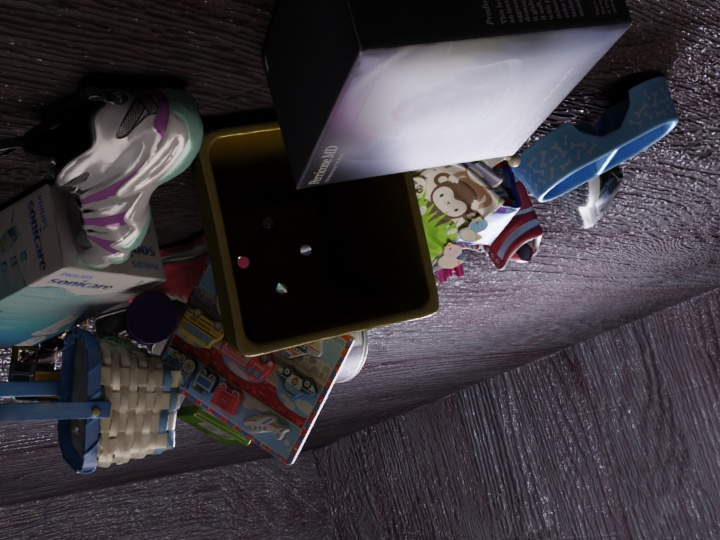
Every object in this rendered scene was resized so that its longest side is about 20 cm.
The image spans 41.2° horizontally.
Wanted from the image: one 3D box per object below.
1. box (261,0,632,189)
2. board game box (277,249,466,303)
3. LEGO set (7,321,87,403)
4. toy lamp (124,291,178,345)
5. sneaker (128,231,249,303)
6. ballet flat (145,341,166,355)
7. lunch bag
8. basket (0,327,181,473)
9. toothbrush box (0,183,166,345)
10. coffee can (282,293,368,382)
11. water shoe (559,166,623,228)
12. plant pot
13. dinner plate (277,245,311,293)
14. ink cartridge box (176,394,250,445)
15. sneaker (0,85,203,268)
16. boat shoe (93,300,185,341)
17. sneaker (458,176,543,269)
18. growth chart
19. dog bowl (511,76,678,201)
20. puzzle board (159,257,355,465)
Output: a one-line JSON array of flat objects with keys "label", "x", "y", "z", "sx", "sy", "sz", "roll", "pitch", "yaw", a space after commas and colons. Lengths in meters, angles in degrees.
[{"label": "box", "x": 0.048, "y": -0.162, "z": 0.686, "sx": 0.195, "sy": 0.125, "sz": 0.200, "roll": -10, "pitch": 164, "yaw": -18}, {"label": "board game box", "x": 0.000, "y": 0.000, "z": 1.151, "sx": 0.197, "sy": 0.026, "sz": 0.200, "roll": -18, "pitch": -161, "yaw": -17}, {"label": "LEGO set", "x": -0.344, "y": 0.102, "z": 1.145, "sx": 0.114, "sy": 0.156, "sz": 0.201, "roll": 4, "pitch": 154, "yaw": -9}, {"label": "toy lamp", "x": -0.227, "y": 0.052, "z": 1.035, "sx": 0.057, "sy": 0.059, "sz": 0.200, "roll": -12, "pitch": 178, "yaw": -16}, {"label": "sneaker", "x": -0.194, "y": 0.013, "z": 1.113, "sx": 0.197, "sy": 0.088, "sz": 0.073, "roll": -22, "pitch": 163, "yaw": 22}, {"label": "ballet flat", "x": -0.228, "y": 0.082, "z": 1.424, "sx": 0.197, "sy": 0.046, "sz": 0.068, "roll": -15, "pitch": 135, "yaw": -30}, {"label": "lunch bag", "x": 0.064, "y": -0.083, "z": 1.080, "sx": 0.196, "sy": 0.096, "sz": 0.151, "roll": -5, "pitch": 166, "yaw": -6}, {"label": "basket", "x": -0.296, "y": 0.130, "z": 0.982, "sx": 0.197, "sy": 0.142, "sz": 0.175, "roll": -2, "pitch": -176, "yaw": -31}, {"label": "toothbrush box", "x": -0.316, "y": 0.002, "z": 0.945, "sx": 0.198, "sy": 0.087, "sz": 0.146, "roll": -23, "pitch": 165, "yaw": 26}, {"label": "coffee can", "x": -0.105, "y": 0.105, "z": 1.399, "sx": 0.198, "sy": 0.149, "sz": 0.145, "roll": -6, "pitch": 163, "yaw": -46}, {"label": "water shoe", "x": 0.298, "y": -0.122, "z": 1.244, "sx": 0.079, "sy": 0.072, "sz": 0.200, "roll": -45, "pitch": 162, "yaw": -1}, {"label": "plant pot", "x": -0.062, "y": -0.026, "z": 0.937, "sx": 0.191, "sy": 0.199, "sz": 0.200, "roll": -11, "pitch": 175, "yaw": -19}, {"label": "dinner plate", "x": -0.095, "y": -0.001, "z": 1.301, "sx": 0.197, "sy": 0.025, "sz": 0.201, "roll": -15, "pitch": 164, "yaw": -4}, {"label": "ink cartridge box", "x": -0.137, "y": 0.103, "z": 1.162, "sx": 0.075, "sy": 0.202, "sz": 0.148, "roll": 30, "pitch": 163, "yaw": -12}, {"label": "sneaker", "x": -0.228, "y": -0.078, "z": 0.770, "sx": 0.138, "sy": 0.078, "sz": 0.201, "roll": 3, "pitch": 138, "yaw": -41}, {"label": "boat shoe", "x": -0.246, "y": 0.057, "z": 1.238, "sx": 0.196, "sy": 0.069, "sz": 0.074, "roll": -13, "pitch": 163, "yaw": -7}, {"label": "sneaker", "x": 0.155, "y": -0.041, "z": 1.235, "sx": 0.071, "sy": 0.114, "sz": 0.200, "roll": -21, "pitch": 171, "yaw": -36}, {"label": "growth chart", "x": 0.076, "y": -0.072, "z": 0.995, "sx": 0.143, "sy": 0.018, "sz": 0.201, "roll": 22, "pitch": 128, "yaw": -16}, {"label": "dog bowl", "x": 0.262, "y": -0.140, "z": 1.056, "sx": 0.198, "sy": 0.050, "sz": 0.112, "roll": -29, "pitch": 168, "yaw": -6}, {"label": "puzzle board", "x": -0.121, "y": 0.093, "z": 1.041, "sx": 0.153, "sy": 0.198, "sz": 0.017, "roll": -63, "pitch": 160, "yaw": 4}]
